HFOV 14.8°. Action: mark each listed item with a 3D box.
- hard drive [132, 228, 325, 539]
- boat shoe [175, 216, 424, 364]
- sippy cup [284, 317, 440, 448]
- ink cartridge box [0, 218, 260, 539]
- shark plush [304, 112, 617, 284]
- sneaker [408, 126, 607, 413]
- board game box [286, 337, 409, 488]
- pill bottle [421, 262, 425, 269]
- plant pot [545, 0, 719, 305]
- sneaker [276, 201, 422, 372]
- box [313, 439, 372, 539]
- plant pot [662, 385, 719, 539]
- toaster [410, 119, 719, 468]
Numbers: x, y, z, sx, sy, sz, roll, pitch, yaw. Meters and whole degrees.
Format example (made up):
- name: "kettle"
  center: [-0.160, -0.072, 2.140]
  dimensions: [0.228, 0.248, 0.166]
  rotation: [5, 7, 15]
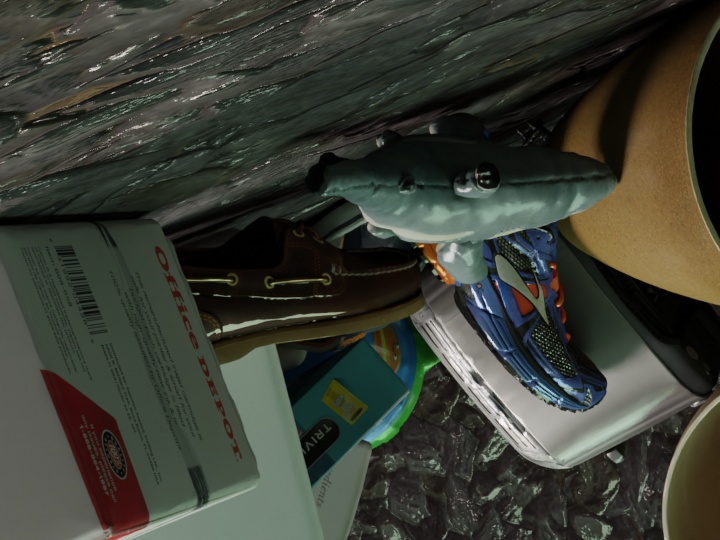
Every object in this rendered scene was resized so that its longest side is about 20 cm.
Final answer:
- name: "hard drive"
  center: [-0.099, 0.093, 1.534]
  dimensions: [0.132, 0.201, 0.027]
  rotation: [-21, -162, -25]
- name: "boat shoe"
  center: [-0.047, 0.006, 1.493]
  dimensions: [0.199, 0.071, 0.070]
  rotation: [-13, -168, -39]
- name: "sippy cup"
  center: [-0.035, 0.059, 1.936]
  dimensions: [0.178, 0.140, 0.130]
  rotation: [-47, 161, 4]
- name: "ink cartridge box"
  center: [-0.136, 0.058, 1.278]
  dimensions: [0.083, 0.145, 0.200]
  rotation: [-23, 175, 17]
- name: "shark plush"
  center: [0.044, -0.054, 1.412]
  dimensions: [0.083, 0.091, 0.200]
  rotation: [-3, 166, 40]
- name: "sneaker"
  center: [0.088, 0.001, 1.566]
  dimensions: [0.078, 0.200, 0.075]
  rotation: [-37, -153, 2]
- name: "board game box"
  center: [-0.074, 0.136, 1.692]
  dimensions: [0.200, 0.047, 0.151]
  rotation: [-44, -176, -23]
- name: "pill bottle"
  center: [0.152, -0.017, 1.996]
  dimensions: [0.199, 0.116, 0.116]
  rotation: [-23, 175, -17]
- name: "plant pot"
  center: [0.192, -0.061, 1.523]
  dimensions: [0.186, 0.187, 0.200]
  rotation: [-20, -173, -31]
- name: "sneaker"
  center: [0.000, 0.000, 1.705]
  dimensions: [0.078, 0.080, 0.200]
  rotation: [-17, 171, -46]
- name: "box"
  center: [-0.123, 0.188, 1.879]
  dimensions: [0.171, 0.201, 0.199]
  rotation: [23, 165, -16]
- name: "plant pot"
  center: [0.287, 0.124, 1.673]
  dimensions: [0.200, 0.201, 0.135]
  rotation: [-25, -167, 18]
- name: "toaster"
  center: [0.119, 0.023, 1.675]
  dimensions: [0.129, 0.200, 0.114]
  rotation: [-37, -172, 22]
